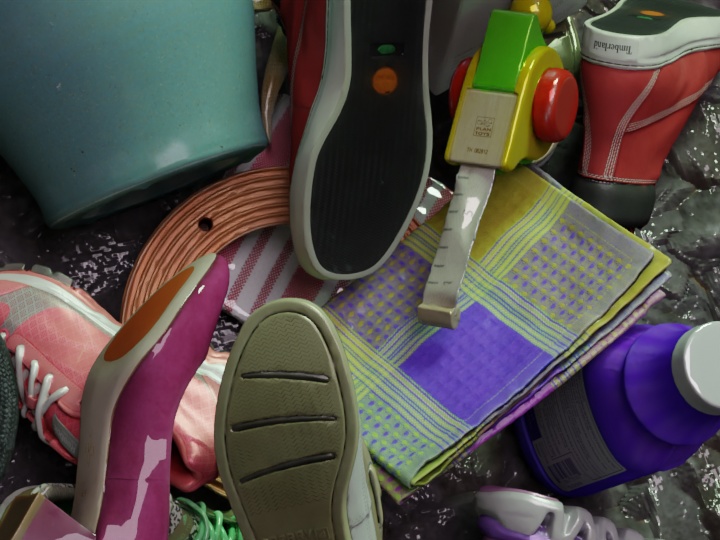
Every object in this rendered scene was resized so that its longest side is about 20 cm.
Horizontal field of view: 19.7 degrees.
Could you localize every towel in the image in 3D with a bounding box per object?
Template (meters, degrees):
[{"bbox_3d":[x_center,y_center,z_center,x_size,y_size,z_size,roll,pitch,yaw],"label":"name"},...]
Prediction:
[{"bbox_3d":[0.057,0.024,1.142,0.200,0.023,0.144,-38,51,-12],"label":"towel"},{"bbox_3d":[0.000,0.000,1.234,0.200,0.030,0.147,31,63,-3],"label":"towel"}]

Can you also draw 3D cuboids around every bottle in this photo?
[{"bbox_3d":[0.153,0.072,1.148,0.065,0.200,0.084,-17,81,-24],"label":"bottle"}]

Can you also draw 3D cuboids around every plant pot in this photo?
[{"bbox_3d":[-0.144,-0.131,1.160,0.200,0.200,0.188,-22,90,-26],"label":"plant pot"}]

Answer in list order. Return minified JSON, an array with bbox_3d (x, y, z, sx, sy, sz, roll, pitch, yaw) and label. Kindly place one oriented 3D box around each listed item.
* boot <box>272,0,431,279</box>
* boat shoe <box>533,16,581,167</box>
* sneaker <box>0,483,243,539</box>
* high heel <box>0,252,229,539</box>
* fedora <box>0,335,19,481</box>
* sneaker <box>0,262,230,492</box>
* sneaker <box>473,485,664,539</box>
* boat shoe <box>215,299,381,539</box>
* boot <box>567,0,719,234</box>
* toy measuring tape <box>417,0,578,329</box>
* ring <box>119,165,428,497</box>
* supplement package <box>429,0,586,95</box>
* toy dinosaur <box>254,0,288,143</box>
[{"bbox_3d":[-0.018,-0.103,1.172,0.072,0.144,0.201,2,103,-24],"label":"boot"},{"bbox_3d":[0.092,-0.148,1.306,0.075,0.068,0.201,5,68,-13],"label":"boat shoe"},{"bbox_3d":[-0.098,0.148,1.097,0.199,0.089,0.077,7,64,-16],"label":"sneaker"},{"bbox_3d":[-0.101,0.092,1.045,0.096,0.067,0.200,39,73,-20],"label":"high heel"},{"bbox_3d":[-0.275,0.088,1.063,0.200,0.092,0.201,6,66,-15],"label":"fedora"},{"bbox_3d":[-0.153,0.060,1.099,0.200,0.074,0.087,18,34,5],"label":"sneaker"},{"bbox_3d":[0.144,0.190,1.171,0.200,0.080,0.089,21,79,-17],"label":"sneaker"},{"bbox_3d":[-0.029,0.111,1.062,0.075,0.068,0.201,-4,97,8],"label":"boat shoe"},{"bbox_3d":[0.185,-0.096,1.321,0.072,0.145,0.200,14,21,26],"label":"boot"},{"bbox_3d":[0.077,-0.059,1.159,0.073,0.074,0.200,16,81,-11],"label":"toy measuring tape"},{"bbox_3d":[-0.038,0.039,1.182,0.200,0.019,0.201,2,80,-10],"label":"ring"},{"bbox_3d":[0.069,-0.214,1.181,0.120,0.200,0.121,-31,76,-15],"label":"supplement package"},{"bbox_3d":[-0.033,-0.171,1.270,0.101,0.058,0.200,30,50,11],"label":"toy dinosaur"}]
